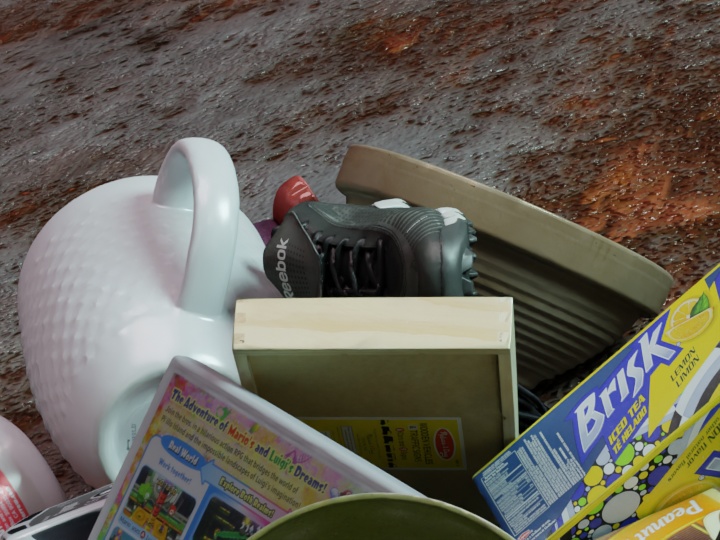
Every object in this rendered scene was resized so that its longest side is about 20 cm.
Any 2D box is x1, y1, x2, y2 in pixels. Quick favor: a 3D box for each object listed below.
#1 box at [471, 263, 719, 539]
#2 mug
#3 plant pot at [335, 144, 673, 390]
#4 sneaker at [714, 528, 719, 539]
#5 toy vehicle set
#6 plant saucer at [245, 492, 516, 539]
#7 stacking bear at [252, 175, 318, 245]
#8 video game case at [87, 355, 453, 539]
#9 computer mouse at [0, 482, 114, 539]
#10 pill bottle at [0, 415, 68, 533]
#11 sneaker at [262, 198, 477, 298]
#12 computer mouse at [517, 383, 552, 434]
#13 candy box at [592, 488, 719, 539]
[{"bbox_3d":[0.154,0.065,1.051,0.200,0.070,0.064,-41,42,10],"label":"box"},{"bbox_3d":[-0.100,0.026,1.215,0.148,0.200,0.175,8,23,-15],"label":"mug"},{"bbox_3d":[0.069,0.008,1.298,0.201,0.093,0.201,22,-1,1],"label":"plant pot"},{"bbox_3d":[0.163,0.131,0.887,0.077,0.200,0.084,18,-15,1],"label":"sneaker"},{"bbox_3d":[0.013,0.073,1.089,0.124,0.200,0.027,0,59,5],"label":"toy vehicle set"},{"bbox_3d":[0.010,0.187,0.880,0.200,0.200,0.031,-8,-14,23],"label":"plant saucer"},{"bbox_3d":[-0.096,0.045,1.383,0.200,0.122,0.114,-30,3,-6],"label":"stacking bear"},{"bbox_3d":[-0.055,0.153,0.980,0.200,0.024,0.182,27,92,46],"label":"video game case"},{"bbox_3d":[-0.144,0.137,1.095,0.200,0.044,0.110,-21,2,5],"label":"computer mouse"},{"bbox_3d":[-0.255,0.165,1.198,0.200,0.112,0.112,-31,24,-29],"label":"pill bottle"},{"bbox_3d":[0.000,0.000,1.125,0.090,0.067,0.200,-3,6,-12],"label":"sneaker"},{"bbox_3d":[0.025,0.059,1.200,0.200,0.140,0.046,25,84,36],"label":"computer mouse"},{"bbox_3d":[0.094,0.172,0.978,0.200,0.055,0.115,-21,22,-10],"label":"candy box"}]
